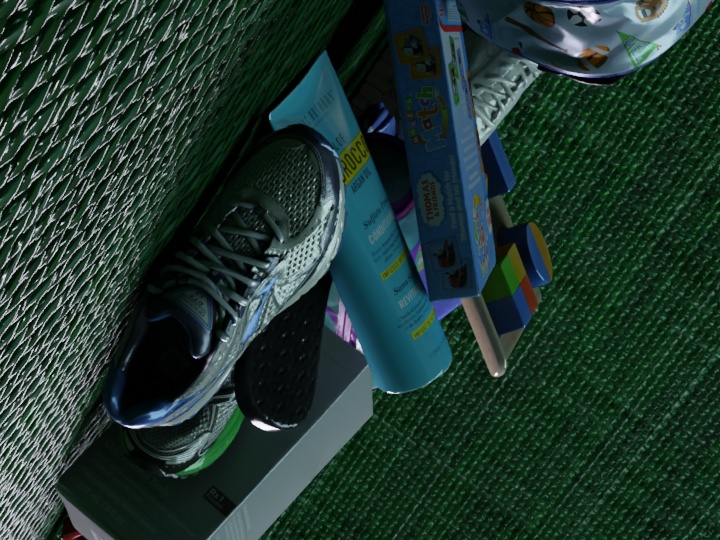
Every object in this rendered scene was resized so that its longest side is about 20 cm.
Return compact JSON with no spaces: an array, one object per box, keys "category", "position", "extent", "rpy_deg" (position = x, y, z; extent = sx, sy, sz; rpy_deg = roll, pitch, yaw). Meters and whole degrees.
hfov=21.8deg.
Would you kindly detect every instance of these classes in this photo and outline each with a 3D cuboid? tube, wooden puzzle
[{"category":"tube","position":[-0.002,-0.023,1.107],"extent":[0.050,0.202,0.078],"rpy_deg":[-10,-153,27]},{"category":"wooden puzzle","position":[0.101,-0.036,1.463],"extent":[0.046,0.187,0.200],"rpy_deg":[-19,-167,18]}]

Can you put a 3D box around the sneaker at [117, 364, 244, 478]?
[{"category":"sneaker","position":[-0.093,0.037,1.166],"extent":[0.085,0.077,0.201],"rpy_deg":[105,9,-62]}]

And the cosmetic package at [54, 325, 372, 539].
[{"category":"cosmetic package","position":[-0.090,0.114,1.222],"extent":[0.200,0.106,0.090],"rpy_deg":[-49,160,-20]}]

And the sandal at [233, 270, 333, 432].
[{"category":"sandal","position":[-0.049,-0.002,1.122],"extent":[0.045,0.075,0.202],"rpy_deg":[-11,-118,48]}]

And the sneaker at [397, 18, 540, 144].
[{"category":"sneaker","position":[0.093,-0.146,1.343],"extent":[0.081,0.075,0.201],"rpy_deg":[11,-113,44]}]

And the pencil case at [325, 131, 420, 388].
[{"category":"pencil case","position":[0.000,0.000,1.279],"extent":[0.201,0.084,0.093],"rpy_deg":[92,9,-51]}]

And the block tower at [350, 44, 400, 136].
[{"category":"block tower","position":[-0.004,-0.083,1.416],"extent":[0.201,0.058,0.054],"rpy_deg":[-55,177,-5]}]

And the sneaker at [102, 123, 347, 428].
[{"category":"sneaker","position":[-0.076,0.011,1.025],"extent":[0.201,0.077,0.085],"rpy_deg":[-58,173,16]}]

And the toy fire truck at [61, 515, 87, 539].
[{"category":"toy fire truck","position":[-0.116,0.134,1.360],"extent":[0.199,0.049,0.141],"rpy_deg":[-29,-159,12]}]

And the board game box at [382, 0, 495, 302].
[{"category":"board game box","position":[0.051,-0.091,1.169],"extent":[0.151,0.036,0.202],"rpy_deg":[-42,123,-79]}]

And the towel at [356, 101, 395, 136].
[{"category":"towel","position":[-0.039,-0.014,1.324],"extent":[0.200,0.024,0.145],"rpy_deg":[-47,156,-22]}]

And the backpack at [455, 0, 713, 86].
[{"category":"backpack","position":[0.140,-0.213,1.091],"extent":[0.191,0.199,0.154],"rpy_deg":[-57,145,-17]}]

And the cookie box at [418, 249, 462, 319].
[{"category":"cookie box","position":[0.020,-0.007,1.577],"extent":[0.171,0.075,0.201],"rpy_deg":[-37,-161,19]}]
